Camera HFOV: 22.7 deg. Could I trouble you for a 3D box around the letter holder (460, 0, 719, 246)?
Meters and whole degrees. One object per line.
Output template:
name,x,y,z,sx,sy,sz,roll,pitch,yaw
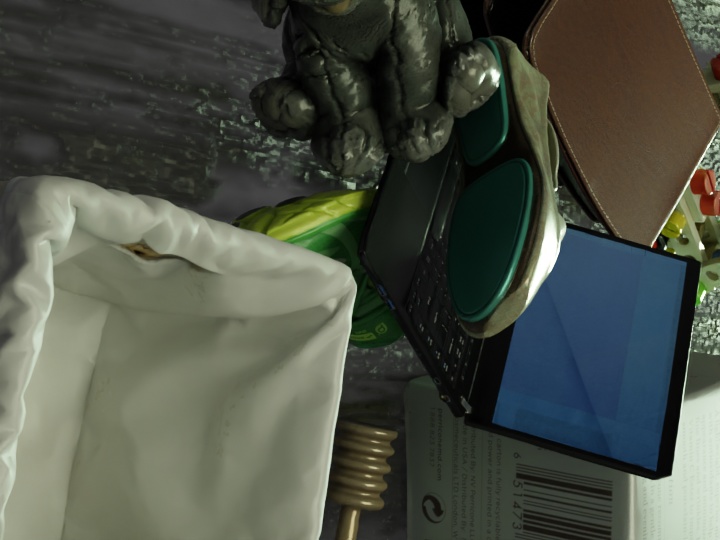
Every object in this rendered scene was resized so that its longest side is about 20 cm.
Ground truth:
letter holder,0.129,-0.116,1.124,0.143,0.100,0.200,-59,135,-26

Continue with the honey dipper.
honey dipper,-0.015,0.187,1.029,0.038,0.038,0.202,15,85,-52

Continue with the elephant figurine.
elephant figurine,-0.007,-0.160,0.905,0.141,0.155,0.201,-37,135,-17

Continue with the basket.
basket,-0.129,0.071,0.752,0.198,0.160,0.202,16,83,-52

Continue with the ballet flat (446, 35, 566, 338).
ballet flat,0.085,-0.043,0.950,0.062,0.067,0.201,30,45,-32

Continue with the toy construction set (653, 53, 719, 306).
toy construction set,0.249,-0.055,1.258,0.092,0.130,0.201,-42,126,-41

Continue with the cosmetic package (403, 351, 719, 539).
cosmetic package,0.149,0.143,1.128,0.199,0.164,0.167,-9,102,-51

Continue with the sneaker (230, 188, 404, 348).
sneaker,0.000,0.000,0.984,0.199,0.074,0.084,1,81,-53

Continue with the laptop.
laptop,0.101,-0.007,0.994,0.201,0.102,0.178,59,33,-33
